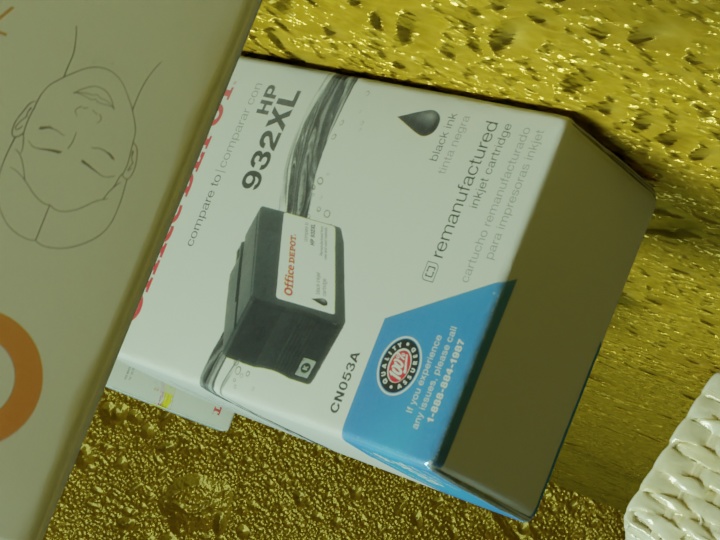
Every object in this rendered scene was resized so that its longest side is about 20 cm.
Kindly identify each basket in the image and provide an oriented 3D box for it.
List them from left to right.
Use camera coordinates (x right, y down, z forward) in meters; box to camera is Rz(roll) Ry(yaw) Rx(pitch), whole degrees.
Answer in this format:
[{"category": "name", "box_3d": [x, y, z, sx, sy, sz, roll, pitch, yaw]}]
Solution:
[{"category": "basket", "box_3d": [0.279, 0.169, 1.118, 0.200, 0.136, 0.123, 31, 171, 21]}]

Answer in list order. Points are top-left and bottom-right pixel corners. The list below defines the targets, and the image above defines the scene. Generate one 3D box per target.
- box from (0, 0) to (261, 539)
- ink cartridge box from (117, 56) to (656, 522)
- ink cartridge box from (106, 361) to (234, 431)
[{"category": "box", "box_3d": [-0.095, -0.050, 0.416, 0.124, 0.201, 0.097, 23, 173, -6]}, {"category": "ink cartridge box", "box_3d": [0.000, 0.000, 0.730, 0.199, 0.146, 0.084, 16, 170, 40]}, {"category": "ink cartridge box", "box_3d": [-0.224, 0.086, 2.034, 0.199, 0.146, 0.145, 23, 173, -7]}]
